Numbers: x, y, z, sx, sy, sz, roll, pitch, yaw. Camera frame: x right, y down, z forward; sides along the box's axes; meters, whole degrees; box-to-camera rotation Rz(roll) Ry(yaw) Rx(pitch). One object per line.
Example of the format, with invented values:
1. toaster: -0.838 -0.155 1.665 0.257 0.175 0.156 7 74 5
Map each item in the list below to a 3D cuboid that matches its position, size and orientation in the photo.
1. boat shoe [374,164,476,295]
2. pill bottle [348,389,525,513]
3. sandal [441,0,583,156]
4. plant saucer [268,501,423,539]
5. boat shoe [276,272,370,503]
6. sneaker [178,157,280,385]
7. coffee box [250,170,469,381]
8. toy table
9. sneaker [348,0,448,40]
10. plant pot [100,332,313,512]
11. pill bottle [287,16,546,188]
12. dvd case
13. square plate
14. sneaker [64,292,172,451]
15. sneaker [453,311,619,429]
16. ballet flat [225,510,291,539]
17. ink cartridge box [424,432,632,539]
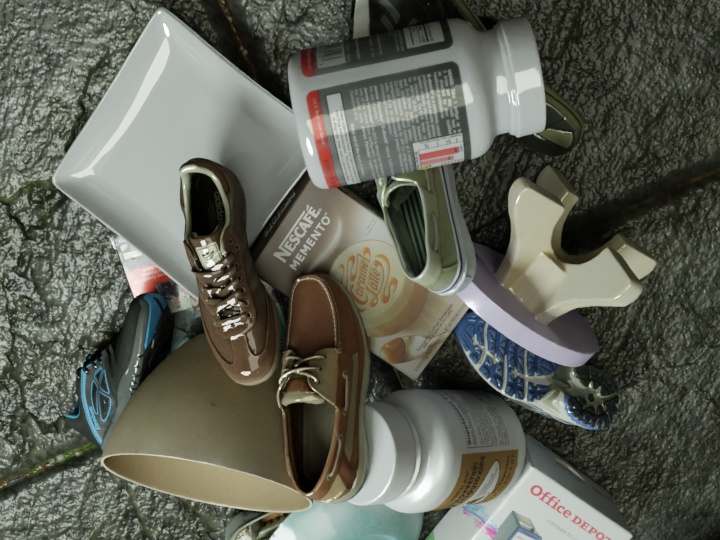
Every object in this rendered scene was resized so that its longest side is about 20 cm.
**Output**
1. boat shoe: 0.047 -0.073 0.808 0.072 0.202 0.062 -36 149 28
2. pill bottle: 0.063 0.173 0.873 0.199 0.114 0.115 9 114 -48
3. sandal: 0.128 -0.188 0.834 0.201 0.080 0.058 43 61 -7
4. plant saucer: -0.011 0.306 0.960 0.199 0.039 0.203 -16 128 -22
5. boat shoe: -0.035 0.099 0.779 0.075 0.072 0.203 -13 78 26
6. sneaker: -0.124 0.001 0.780 0.070 0.075 0.203 -19 77 12
7. coffee box: 0.000 0.000 0.871 0.199 0.080 0.115 33 98 -16
8. toy table: 0.181 -0.003 0.846 0.199 0.185 0.117 17 123 -42
9. sneaker: 0.036 -0.239 0.771 0.086 0.077 0.201 5 147 -2
10. plant pot: -0.131 0.138 0.861 0.198 0.201 0.136 12 65 -6
11. pill bottle: 0.047 -0.142 0.750 0.197 0.116 0.117 -11 109 4
12. dvd case: -0.152 0.038 0.920 0.144 0.022 0.202 -15 107 3
13. square plate: -0.162 -0.104 0.848 0.197 0.028 0.201 38 103 1
14. sneaker: -0.246 0.102 0.900 0.081 0.073 0.202 26 117 5
15. sneaker: 0.163 0.107 0.913 0.199 0.085 0.078 33 69 -21
16. ballet flat: -0.055 0.271 0.979 0.198 0.064 0.068 -23 110 6
17. ink cartridge box: 0.171 0.300 0.984 0.145 0.088 0.201 35 101 -12
